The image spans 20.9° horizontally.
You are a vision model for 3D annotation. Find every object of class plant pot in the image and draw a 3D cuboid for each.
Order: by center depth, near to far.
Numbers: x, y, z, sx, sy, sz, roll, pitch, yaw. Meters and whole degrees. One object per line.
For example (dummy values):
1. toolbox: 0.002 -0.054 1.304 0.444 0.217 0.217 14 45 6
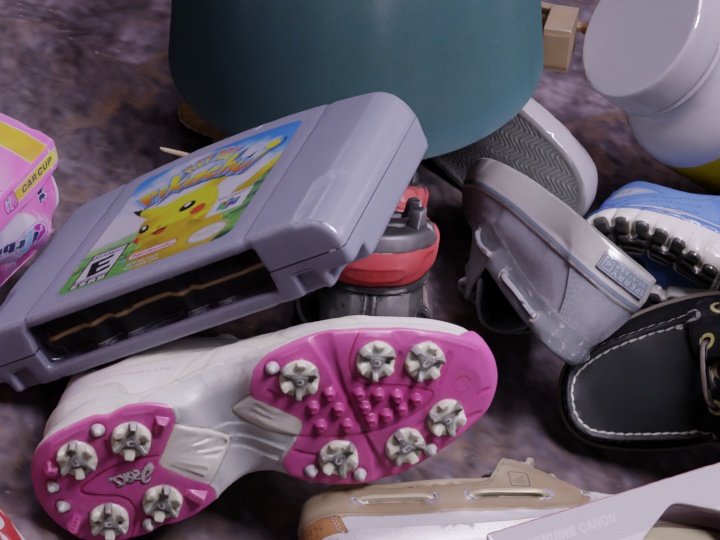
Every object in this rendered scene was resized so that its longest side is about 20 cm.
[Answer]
1. plant pot: -0.002 -0.177 0.979 0.198 0.162 0.202 0 41 0

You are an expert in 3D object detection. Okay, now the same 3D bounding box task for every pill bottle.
1. pill bottle: 0.220 -0.094 1.093 0.199 0.113 0.113 26 28 -35

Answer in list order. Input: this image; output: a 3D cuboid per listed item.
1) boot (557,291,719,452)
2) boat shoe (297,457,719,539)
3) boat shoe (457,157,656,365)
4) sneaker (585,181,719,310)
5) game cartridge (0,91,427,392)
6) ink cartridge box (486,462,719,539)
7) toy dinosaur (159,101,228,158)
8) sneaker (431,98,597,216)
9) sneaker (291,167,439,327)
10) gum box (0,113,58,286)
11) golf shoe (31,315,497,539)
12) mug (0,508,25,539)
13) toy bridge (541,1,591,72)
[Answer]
1. boot: 0.185 0.040 0.883 0.201 0.074 0.154 -10 -4 9
2. boat shoe: 0.069 0.114 0.836 0.198 0.075 0.069 0 46 -24
3. boat shoe: 0.081 -0.003 0.985 0.070 0.072 0.201 38 2 -19
4. sneaker: 0.218 -0.001 1.055 0.198 0.079 0.089 24 38 6
5. game cartridge: -0.071 -0.016 0.864 0.041 0.198 0.134 62 29 -18
6. ink cartridge box: 0.153 0.171 0.791 0.198 0.045 0.177 -10 62 -36
7. toy dinosaur: -0.052 -0.081 1.065 0.100 0.059 0.201 4 28 3
8. sneaker: 0.076 -0.107 1.129 0.199 0.074 0.115 36 42 22
9. sneaker: 0.000 0.000 0.958 0.070 0.099 0.201 3 14 -3
10. gum box: -0.243 -0.040 0.876 0.198 0.067 0.114 24 45 9
11. golf shoe: -0.043 0.050 0.830 0.198 0.076 0.092 -12 26 -2
12. mug: -0.196 0.072 0.722 0.177 0.134 0.200 -23 57 -41
13. toy bridge: 0.032 -0.150 1.098 0.198 0.027 0.067 10 35 10
